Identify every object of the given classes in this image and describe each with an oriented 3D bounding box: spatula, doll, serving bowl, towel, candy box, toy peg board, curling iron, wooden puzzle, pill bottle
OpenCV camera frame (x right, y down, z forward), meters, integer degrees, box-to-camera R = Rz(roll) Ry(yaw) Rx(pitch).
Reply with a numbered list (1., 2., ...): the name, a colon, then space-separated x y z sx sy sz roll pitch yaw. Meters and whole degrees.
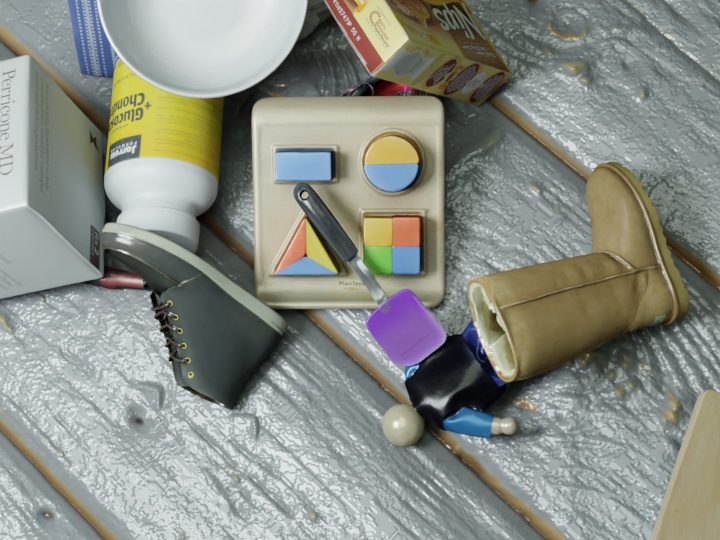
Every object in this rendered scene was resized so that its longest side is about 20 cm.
1. spatula: 0.000 0.000 1.585 0.056 0.021 0.201 -38 80 4
2. doll: 0.105 0.096 1.582 0.199 0.049 0.137 -34 67 -6
3. serving bowl: -0.150 -0.261 1.627 0.198 0.066 0.202 0 90 -7
4. towel: -0.196 -0.257 1.724 0.198 0.146 0.024 4 37 10
5. candy box: 0.053 -0.229 1.635 0.055 0.199 0.116 -40 66 24
6. toy peg board: 0.344 0.239 1.482 0.198 0.098 0.201 23 74 0
7. curling iron: -0.251 0.001 1.675 0.198 0.050 0.026 9 67 18
8. wooden puzzle: -0.012 -0.064 1.622 0.183 0.046 0.202 0 93 4
9. pill bottle: -0.192 -0.118 1.674 0.111 0.112 0.202 -1 68 8

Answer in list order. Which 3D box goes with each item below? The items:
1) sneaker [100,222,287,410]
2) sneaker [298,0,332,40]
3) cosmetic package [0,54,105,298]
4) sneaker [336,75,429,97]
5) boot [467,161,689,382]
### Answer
1. sneaker: -0.171 0.043 1.591 0.199 0.075 0.107 34 78 -17
2. sneaker: -0.054 -0.296 1.753 0.198 0.078 0.100 -12 45 9
3. cosmetic package: -0.366 -0.078 1.637 0.198 0.165 0.166 -12 63 14
4. sneaker: -0.019 -0.133 1.675 0.200 0.075 0.081 -44 70 -8
5. boot: 0.186 -0.005 1.557 0.198 0.066 0.176 -14 66 -25
